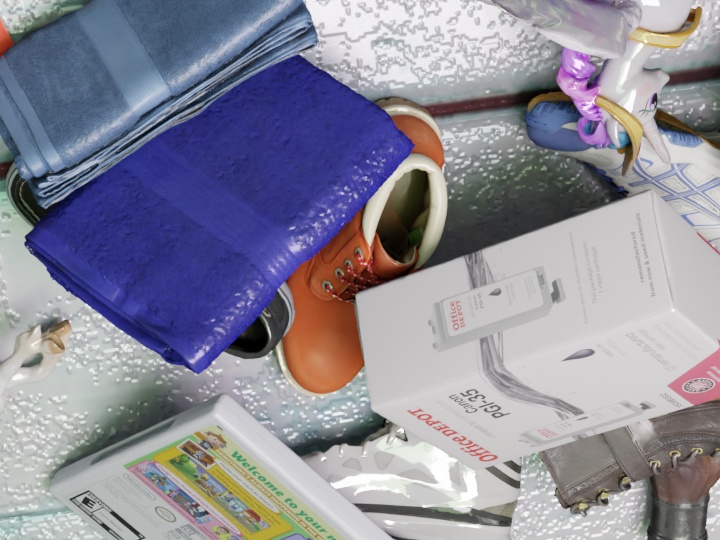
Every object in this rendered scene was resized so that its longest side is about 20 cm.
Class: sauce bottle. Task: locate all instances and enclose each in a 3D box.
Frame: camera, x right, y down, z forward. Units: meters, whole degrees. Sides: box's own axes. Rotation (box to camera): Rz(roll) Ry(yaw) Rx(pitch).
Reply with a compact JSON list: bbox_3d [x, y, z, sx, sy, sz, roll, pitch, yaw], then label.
[{"bbox_3d":[0.216,0.094,1.655,0.066,0.066,0.200,-1,109,-9],"label":"sauce bottle"}]

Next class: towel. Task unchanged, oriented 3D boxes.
[{"bbox_3d":[-0.128,-0.128,1.498,0.200,0.112,0.049,-33,142,3],"label":"towel"},{"bbox_3d":[-0.082,-0.041,1.497,0.200,0.148,0.050,-47,154,-16],"label":"towel"}]

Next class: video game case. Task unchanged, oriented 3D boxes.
[{"bbox_3d":[-0.074,0.169,1.605,0.200,0.022,0.182,43,138,-20],"label":"video game case"}]

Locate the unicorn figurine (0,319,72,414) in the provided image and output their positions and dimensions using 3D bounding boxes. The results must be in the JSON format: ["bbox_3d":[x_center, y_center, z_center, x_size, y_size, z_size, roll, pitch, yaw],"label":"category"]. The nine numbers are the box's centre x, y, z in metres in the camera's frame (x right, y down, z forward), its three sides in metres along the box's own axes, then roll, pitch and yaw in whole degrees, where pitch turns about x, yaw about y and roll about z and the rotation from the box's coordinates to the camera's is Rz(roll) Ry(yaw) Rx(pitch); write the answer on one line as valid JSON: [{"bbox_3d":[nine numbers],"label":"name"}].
[{"bbox_3d":[-0.251,0.065,1.574,0.137,0.074,0.200,-36,98,15],"label":"unicorn figurine"}]

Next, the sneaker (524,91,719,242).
[{"bbox_3d":[0.191,-0.053,1.591,0.200,0.075,0.088,15,108,-13],"label":"sneaker"}]

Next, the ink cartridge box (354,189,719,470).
[{"bbox_3d":[0.118,0.041,1.507,0.200,0.083,0.147,-20,152,23],"label":"ink cartridge box"}]

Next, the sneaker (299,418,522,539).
[{"bbox_3d":[0.010,0.113,1.640,0.200,0.076,0.115,10,92,-9],"label":"sneaker"}]

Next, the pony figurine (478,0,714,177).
[{"bbox_3d":[0.144,-0.172,1.475,0.193,0.167,0.200,25,98,-25],"label":"pony figurine"}]

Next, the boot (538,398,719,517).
[{"bbox_3d":[0.203,0.110,1.599,0.174,0.069,0.200,-31,92,19],"label":"boot"}]

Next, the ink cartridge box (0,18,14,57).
[{"bbox_3d":[-0.328,-0.151,1.487,0.200,0.057,0.163,-22,112,5],"label":"ink cartridge box"}]

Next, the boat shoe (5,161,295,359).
[{"bbox_3d":[-0.129,-0.012,1.549,0.200,0.057,0.069,30,111,-6],"label":"boat shoe"}]

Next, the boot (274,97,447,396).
[{"bbox_3d":[0.000,0.000,1.565,0.075,0.107,0.200,15,109,-16],"label":"boot"}]
